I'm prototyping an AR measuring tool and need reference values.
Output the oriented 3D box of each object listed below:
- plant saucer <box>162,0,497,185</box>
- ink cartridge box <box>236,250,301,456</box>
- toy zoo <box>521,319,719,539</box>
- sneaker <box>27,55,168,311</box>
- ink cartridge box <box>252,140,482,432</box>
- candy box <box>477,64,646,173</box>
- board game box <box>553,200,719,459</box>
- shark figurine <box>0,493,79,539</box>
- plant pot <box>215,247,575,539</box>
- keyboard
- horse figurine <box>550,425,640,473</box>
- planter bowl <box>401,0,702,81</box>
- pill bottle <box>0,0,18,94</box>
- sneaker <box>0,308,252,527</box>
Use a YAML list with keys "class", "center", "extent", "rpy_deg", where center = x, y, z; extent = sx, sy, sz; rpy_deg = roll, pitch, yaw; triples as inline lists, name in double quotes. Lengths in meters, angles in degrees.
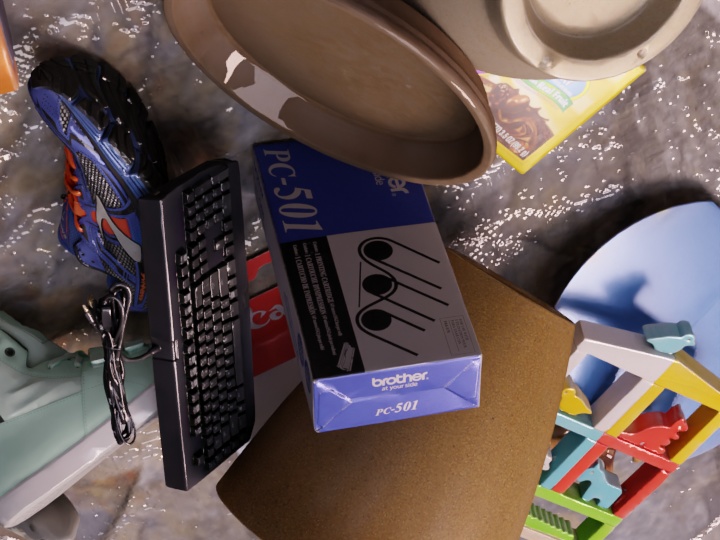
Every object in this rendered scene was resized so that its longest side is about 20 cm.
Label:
- class: "plant saucer"
  center: [-0.013, -0.111, 1.121]
  extent: [0.200, 0.200, 0.030]
  rpy_deg: [44, 66, -39]
- class: "ink cartridge box"
  center: [-0.019, 0.066, 1.342]
  extent: [0.161, 0.050, 0.200]
  rpy_deg: [-26, 135, 7]
- class: "toy zoo"
  center: [0.154, 0.105, 1.361]
  extent: [0.131, 0.020, 0.200]
  rpy_deg: [24, 124, -26]
- class: "sneaker"
  center: [-0.145, -0.039, 1.196]
  extent: [0.078, 0.075, 0.200]
  rpy_deg: [-21, 132, 7]
- class: "ink cartridge box"
  center: [0.000, 0.000, 1.182]
  extent: [0.094, 0.200, 0.044]
  rpy_deg: [-8, 133, -9]
- class: "candy box"
  center: [0.069, -0.142, 1.194]
  extent: [0.102, 0.026, 0.200]
  rpy_deg: [-42, 129, 16]
- class: "board game box"
  center: [0.204, 0.035, 1.380]
  extent: [0.200, 0.039, 0.158]
  rpy_deg: [37, 99, -34]
- class: "shark figurine"
  center: [-0.274, 0.123, 1.319]
  extent: [0.214, 0.128, 0.090]
  rpy_deg: [2, 107, 6]
- class: "plant pot"
  center: [0.041, 0.095, 1.262]
  extent: [0.186, 0.186, 0.200]
  rpy_deg: [28, 96, -34]
- class: "keyboard"
  center: [-0.105, 0.041, 1.192]
  extent: [0.127, 0.021, 0.200]
  rpy_deg: [-33, 132, -40]
- class: "horse figurine"
  center: [0.125, 0.130, 1.437]
  extent: [0.200, 0.050, 0.133]
  rpy_deg: [-28, 133, 10]
- class: "planter bowl"
  center: [0.102, -0.179, 1.074]
  extent: [0.200, 0.135, 0.201]
  rpy_deg: [-12, 127, -16]
- class: "pill bottle"
  center: [-0.280, -0.106, 1.073]
  extent: [0.199, 0.106, 0.106]
  rpy_deg: [-13, 133, -4]
- class: "sneaker"
  center: [-0.168, 0.050, 1.260]
  extent: [0.200, 0.118, 0.074]
  rpy_deg: [-37, 175, -16]
